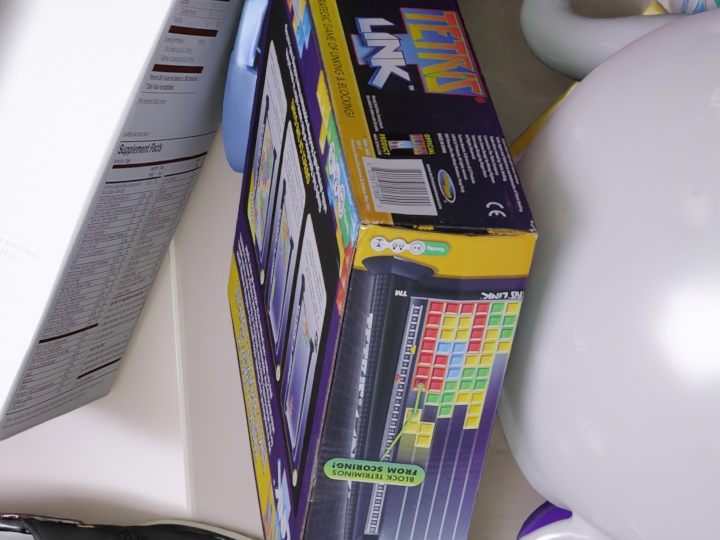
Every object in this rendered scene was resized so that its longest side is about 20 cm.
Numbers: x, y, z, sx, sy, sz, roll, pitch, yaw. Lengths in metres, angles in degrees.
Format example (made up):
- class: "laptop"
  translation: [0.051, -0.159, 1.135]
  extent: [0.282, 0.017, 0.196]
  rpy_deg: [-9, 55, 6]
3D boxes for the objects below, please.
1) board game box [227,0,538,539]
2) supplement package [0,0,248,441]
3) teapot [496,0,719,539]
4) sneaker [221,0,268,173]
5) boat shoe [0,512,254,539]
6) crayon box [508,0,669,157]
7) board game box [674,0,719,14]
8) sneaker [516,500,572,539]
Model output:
- class: "board game box"
  translation: [0.000, 0.000, 0.757]
  extent: [0.056, 0.200, 0.166]
  rpy_deg: [2, 125, -10]
- class: "supplement package"
  translation: [-0.156, -0.075, 0.847]
  extent: [0.190, 0.147, 0.201]
  rpy_deg: [26, 99, 8]
- class: "teapot"
  translation: [0.099, 0.018, 0.740]
  extent: [0.145, 0.200, 0.198]
  rpy_deg: [-9, 109, 28]
- class: "sneaker"
  translation: [0.015, -0.119, 0.849]
  extent: [0.078, 0.070, 0.201]
  rpy_deg: [23, 98, 16]
- class: "boat shoe"
  translation: [-0.114, 0.132, 0.902]
  extent: [0.200, 0.063, 0.074]
  rpy_deg: [7, 94, 9]
- class: "crayon box"
  translation: [0.135, 0.016, 0.844]
  extent: [0.126, 0.052, 0.200]
  rpy_deg: [-45, 86, 10]
- class: "board game box"
  translation: [0.192, -0.140, 0.740]
  extent: [0.133, 0.200, 0.034]
  rpy_deg: [5, 57, -8]
- class: "sneaker"
  translation: [0.133, 0.161, 0.832]
  extent: [0.070, 0.100, 0.200]
  rpy_deg: [-43, 86, 9]
